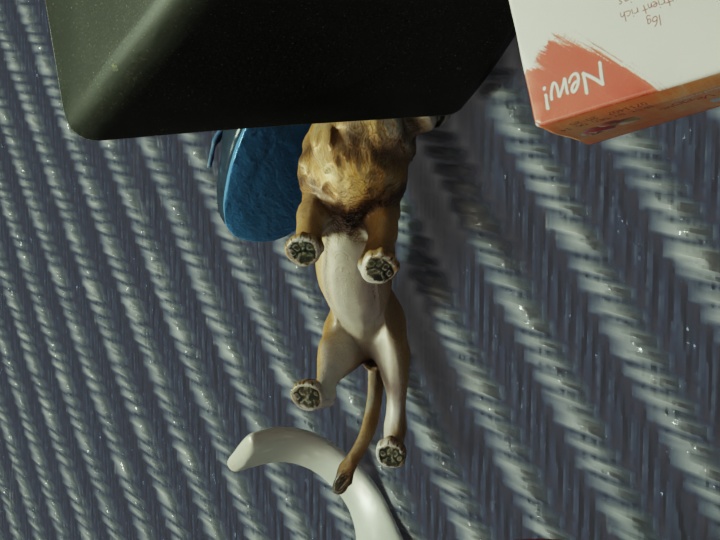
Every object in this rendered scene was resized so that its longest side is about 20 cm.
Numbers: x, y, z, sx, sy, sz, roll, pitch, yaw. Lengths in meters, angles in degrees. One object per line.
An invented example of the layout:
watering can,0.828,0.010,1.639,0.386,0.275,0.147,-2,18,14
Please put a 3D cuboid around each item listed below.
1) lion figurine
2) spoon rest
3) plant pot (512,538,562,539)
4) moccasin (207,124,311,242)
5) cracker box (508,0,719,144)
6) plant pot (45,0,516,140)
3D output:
lion figurine,0.000,0.000,0.802,0.123,0.072,0.201,-80,-3,-57
spoon rest,0.004,0.170,0.861,0.201,0.060,0.099,59,145,14
plant pot,0.054,0.230,0.640,0.183,0.199,0.201,119,135,-57
moccasin,-0.027,-0.112,0.844,0.068,0.080,0.201,51,123,50
cracker box,0.108,-0.157,0.542,0.133,0.058,0.201,-16,81,25
plant pot,-0.021,-0.183,0.666,0.177,0.199,0.201,-32,68,62
